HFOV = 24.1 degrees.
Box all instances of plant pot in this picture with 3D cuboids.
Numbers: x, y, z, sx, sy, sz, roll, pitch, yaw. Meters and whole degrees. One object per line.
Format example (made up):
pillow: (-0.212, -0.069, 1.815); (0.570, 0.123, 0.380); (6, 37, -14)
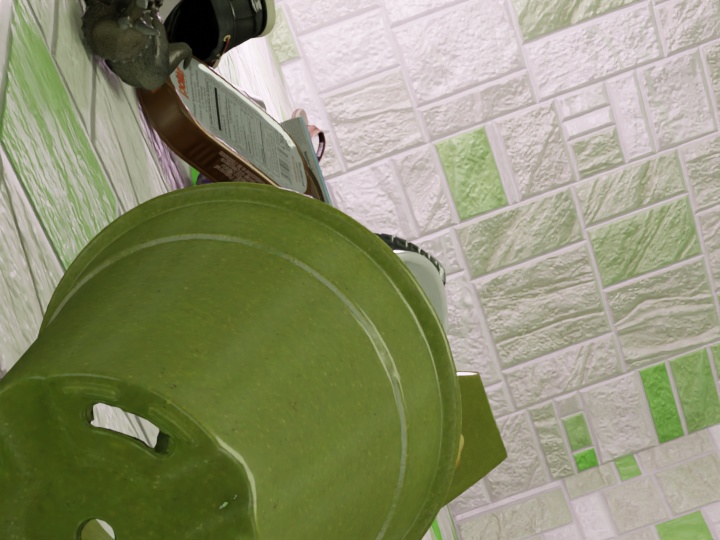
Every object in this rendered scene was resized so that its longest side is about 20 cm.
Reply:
plant pot: (0.043, 0.180, 1.728); (0.187, 0.199, 0.188); (-19, 90, -87)
plant pot: (-0.074, 0.077, 0.664); (0.190, 0.199, 0.201); (-38, 109, -73)

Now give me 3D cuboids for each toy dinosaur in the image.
toy dinosaur: (-0.183, -0.187, 1.341); (0.200, 0.076, 0.103); (77, 7, -69)

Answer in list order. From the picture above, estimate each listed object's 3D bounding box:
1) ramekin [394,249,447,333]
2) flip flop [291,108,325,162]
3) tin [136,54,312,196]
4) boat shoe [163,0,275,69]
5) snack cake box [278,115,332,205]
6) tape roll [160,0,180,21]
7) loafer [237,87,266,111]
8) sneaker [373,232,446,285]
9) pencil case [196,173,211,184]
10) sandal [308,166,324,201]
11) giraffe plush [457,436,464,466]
ramekin: (-0.022, 0.068, 1.385); (0.097, 0.201, 0.201); (19, -30, 30)
flip flop: (-0.094, -0.246, 3.303); (0.200, 0.057, 0.081); (-105, 175, -52)
tin: (-0.118, -0.121, 1.514); (0.200, 0.042, 0.112); (36, 25, -37)
boat shoe: (-0.150, -0.222, 1.554); (0.201, 0.063, 0.074); (-11, -83, 60)
snack cake box: (-0.079, -0.042, 1.711); (0.067, 0.114, 0.201); (70, 2, -69)
tape roll: (-0.209, -0.316, 1.850); (0.203, 0.037, 0.204); (-20, 90, -86)
loafer: (-0.135, -0.168, 1.776); (0.200, 0.069, 0.070); (64, 7, -66)
sneaker: (0.000, 0.000, 1.766); (0.087, 0.199, 0.075); (15, 81, -65)
pencil case: (-0.095, -0.020, 1.578); (0.084, 0.085, 0.201); (51, 18, -56)
sandal: (-0.049, -0.028, 1.617); (0.054, 0.082, 0.201); (-4, 58, -45)
giraffe plush: (0.012, 0.225, 1.558); (0.200, 0.171, 0.163); (-147, -122, -74)
